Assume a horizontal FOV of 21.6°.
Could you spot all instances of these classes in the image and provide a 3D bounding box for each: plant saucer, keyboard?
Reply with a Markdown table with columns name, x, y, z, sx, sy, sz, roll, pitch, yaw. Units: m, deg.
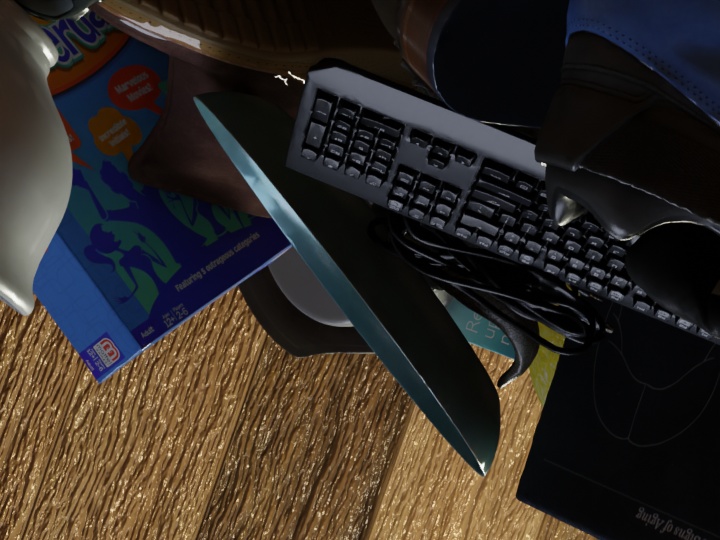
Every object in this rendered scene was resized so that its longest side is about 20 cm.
| name | x | y | z | sx | sy | sz | roll | pitch | yaw |
| --- | --- | --- | --- | --- | --- | --- | --- | --- | --- |
| plant saucer | 0.000 | 0.000 | 0.793 | 0.200 | 0.027 | 0.200 | 53 | 177 | 4 |
| keyboard | 0.065 | -0.003 | 0.653 | 0.200 | 0.040 | 0.104 | 23 | 157 | 2 |

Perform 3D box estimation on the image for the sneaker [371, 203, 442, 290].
| name | x | y | z | sx | sy | sz | roll | pitch | yaw |
| --- | --- | --- | --- | --- | --- | --- | --- | --- | --- |
| sneaker | 0.101 | -0.046 | 0.881 | 0.200 | 0.091 | 0.076 | -9 | -138 | -16 |

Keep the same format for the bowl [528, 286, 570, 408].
| name | x | y | z | sx | sy | sz | roll | pitch | yaw |
| --- | --- | --- | --- | --- | --- | --- | --- | --- | --- |
| bowl | 0.173 | 0.078 | 1.079 | 0.200 | 0.108 | 0.200 | 24 | 154 | 12 |

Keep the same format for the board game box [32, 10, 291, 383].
| name | x | y | z | sx | sy | sz | roll | pitch | yaw |
| --- | --- | --- | --- | --- | --- | --- | --- | --- | --- |
| board game box | -0.134 | -0.063 | 0.952 | 0.200 | 0.045 | 0.152 | 53 | -139 | -1 |

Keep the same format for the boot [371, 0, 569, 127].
| name | x | y | z | sx | sy | sz | roll | pitch | yaw |
| --- | --- | --- | --- | --- | --- | --- | --- | --- | --- |
| boot | 0.074 | -0.083 | 0.607 | 0.200 | 0.075 | 0.097 | 13 | -154 | -44 |

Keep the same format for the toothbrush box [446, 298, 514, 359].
| name | x | y | z | sx | sy | sz | roll | pitch | yaw |
| --- | --- | --- | --- | --- | --- | --- | --- | --- | --- |
| toothbrush box | 0.097 | -0.020 | 1.287 | 0.200 | 0.147 | 0.085 | 21 | -179 | 43 |

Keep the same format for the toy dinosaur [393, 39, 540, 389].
| name | x | y | z | sx | sy | sz | roll | pitch | yaw |
| --- | --- | --- | --- | --- | --- | --- | --- | --- | --- |
| toy dinosaur | 0.048 | -0.048 | 0.724 | 0.102 | 0.200 | 0.077 | -5 | -142 | -23 |

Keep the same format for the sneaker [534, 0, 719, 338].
| name | x | y | z | sx | sy | sz | roll | pitch | yaw |
| --- | --- | --- | --- | --- | --- | --- | --- | --- | --- |
| sneaker | 0.130 | -0.028 | 0.526 | 0.200 | 0.111 | 0.077 | 19 | 180 | -37 |

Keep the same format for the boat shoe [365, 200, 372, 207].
| name | x | y | z | sx | sy | sz | roll | pitch | yaw |
| --- | --- | --- | --- | --- | --- | --- | --- | --- | --- |
| boat shoe | -0.046 | -0.082 | 1.021 | 0.200 | 0.057 | 0.069 | 42 | 178 | 23 |

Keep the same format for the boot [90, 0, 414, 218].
| name | x | y | z | sx | sy | sz | roll | pitch | yaw |
| --- | --- | --- | --- | --- | --- | --- | --- | --- | --- |
| boot | -0.069 | -0.080 | 0.863 | 0.200 | 0.072 | 0.166 | 12 | 147 | -33 |

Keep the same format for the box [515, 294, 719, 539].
| name | x | y | z | sx | sy | sz | roll | pitch | yaw |
| --- | --- | --- | --- | --- | --- | --- | --- | --- | --- |
| box | 0.189 | 0.038 | 0.757 | 0.124 | 0.197 | 0.200 | 19 | 180 | -32 |

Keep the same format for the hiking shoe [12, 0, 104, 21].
| name | x | y | z | sx | sy | sz | roll | pitch | yaw |
| --- | --- | --- | --- | --- | --- | --- | --- | --- | --- |
| hiking shoe | -0.145 | -0.144 | 0.711 | 0.087 | 0.074 | 0.200 | 27 | 172 | -35 |

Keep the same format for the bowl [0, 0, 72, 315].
| name | x | y | z | sx | sy | sz | roll | pitch | yaw |
| --- | --- | --- | --- | --- | --- | --- | --- | --- | --- |
| bowl | -0.180 | -0.077 | 0.718 | 0.201 | 0.090 | 0.201 | 35 | 172 | 6 |

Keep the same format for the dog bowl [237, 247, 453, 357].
| name | x | y | z | sx | sy | sz | roll | pitch | yaw |
| --- | --- | --- | --- | --- | --- | --- | --- | --- | --- |
| dog bowl | -0.008 | -0.036 | 1.258 | 0.059 | 0.200 | 0.200 | -12 | -158 | -43 |
